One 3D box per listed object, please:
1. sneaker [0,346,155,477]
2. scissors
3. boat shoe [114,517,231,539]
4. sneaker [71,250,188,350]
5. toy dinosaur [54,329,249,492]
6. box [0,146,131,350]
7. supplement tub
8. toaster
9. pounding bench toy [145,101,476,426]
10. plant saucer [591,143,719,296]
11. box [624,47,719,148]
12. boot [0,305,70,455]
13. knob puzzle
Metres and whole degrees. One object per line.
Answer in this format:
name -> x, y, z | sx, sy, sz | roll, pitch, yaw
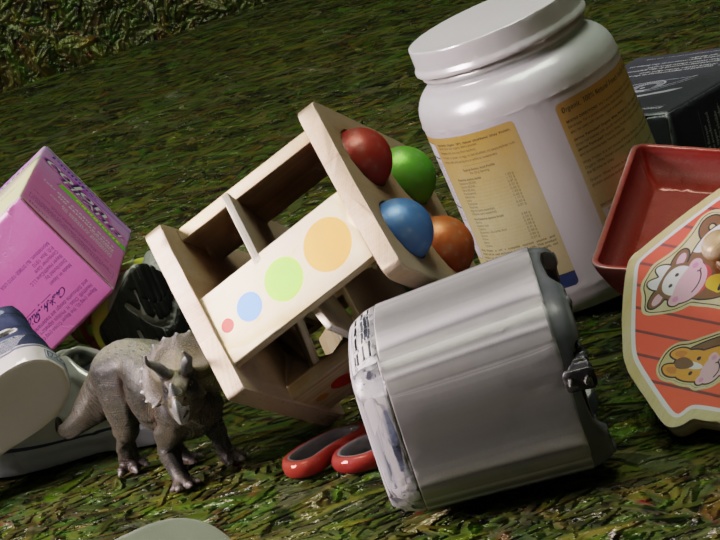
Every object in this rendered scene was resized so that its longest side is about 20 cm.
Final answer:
sneaker -> -0.196, 0.087, 1.809 | 0.199, 0.071, 0.073 | -13, 13, 8
scissors -> 0.031, 0.086, 1.683 | 0.073, 0.014, 0.200 | -6, 17, 42
boat shoe -> -0.150, 0.188, 1.353 | 0.200, 0.072, 0.070 | -17, 44, -30
sneaker -> -0.178, 0.038, 2.021 | 0.090, 0.078, 0.200 | -21, 6, 9
toy dinosaur -> -0.129, 0.080, 1.696 | 0.077, 0.103, 0.200 | -22, 15, -28
box -> -0.265, 0.019, 1.966 | 0.176, 0.097, 0.200 | -44, 11, 8
supplement tub -> 0.125, -0.083, 1.838 | 0.144, 0.201, 0.144 | -22, 14, 6
toaster -> 0.067, 0.065, 1.520 | 0.129, 0.114, 0.200 | -18, 13, 4
pounding bench toy -> 0.000, 0.000, 1.682 | 0.156, 0.125, 0.200 | -37, -26, 18
plant saucer -> 0.256, -0.021, 1.693 | 0.199, 0.037, 0.200 | 5, 26, 12
box -> 0.226, -0.090, 1.998 | 0.148, 0.105, 0.200 | -3, 18, 41
boot -> -0.286, 0.102, 1.757 | 0.199, 0.073, 0.090 | -30, 34, -10
knob puzzle -> 0.219, 0.004, 1.526 | 0.219, 0.030, 0.220 | -28, 38, 25
